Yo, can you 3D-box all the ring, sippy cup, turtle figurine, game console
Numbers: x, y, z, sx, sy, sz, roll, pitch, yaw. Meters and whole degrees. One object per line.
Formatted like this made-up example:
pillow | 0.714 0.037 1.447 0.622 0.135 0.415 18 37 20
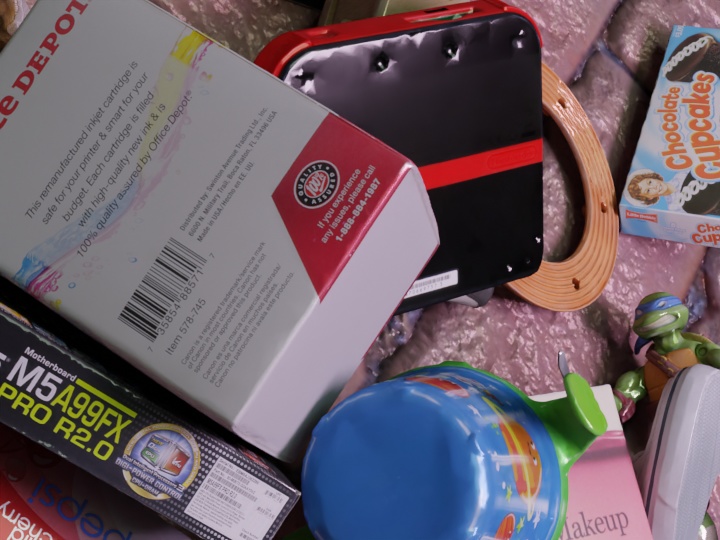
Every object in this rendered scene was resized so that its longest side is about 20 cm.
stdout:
ring | 0.115 -0.066 1.050 0.200 0.019 0.201 21 60 -41
sippy cup | 0.032 0.111 0.773 0.139 0.130 0.178 29 90 19
turtle figurine | 0.217 0.113 0.994 0.143 0.200 0.195 -21 88 -6
game console | 0.027 -0.062 0.882 0.199 0.031 0.178 -15 114 -30

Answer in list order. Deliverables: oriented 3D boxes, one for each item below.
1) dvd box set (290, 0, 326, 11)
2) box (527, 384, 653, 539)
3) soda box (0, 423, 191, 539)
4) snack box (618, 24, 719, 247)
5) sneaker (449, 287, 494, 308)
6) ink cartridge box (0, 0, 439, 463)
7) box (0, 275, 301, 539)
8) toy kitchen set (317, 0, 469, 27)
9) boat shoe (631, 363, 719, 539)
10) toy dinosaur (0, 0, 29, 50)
dvd box set | -0.004 -0.269 1.057 0.146 0.029 0.201 15 64 -32
box | 0.098 0.181 0.894 0.127 0.109 0.201 -4 75 -37
soda box | -0.138 0.149 0.756 0.200 0.070 0.064 39 54 -17
snack box | 0.277 -0.104 1.149 0.037 0.116 0.200 75 30 -50
sneaker | 0.000 0.000 0.935 0.199 0.074 0.080 16 89 -35
ink cartridge box | -0.086 -0.025 0.735 0.200 0.145 0.146 33 84 14
box | -0.139 0.057 0.738 0.200 0.160 0.044 35 88 -20
toy kitchen set | -0.012 -0.201 0.901 0.180 0.163 0.201 -26 98 -34
boat shoe | 0.176 0.151 0.936 0.073 0.067 0.201 -6 108 -56
toy dinosaur | -0.154 -0.068 0.856 0.106 0.060 0.201 -19 86 -6
